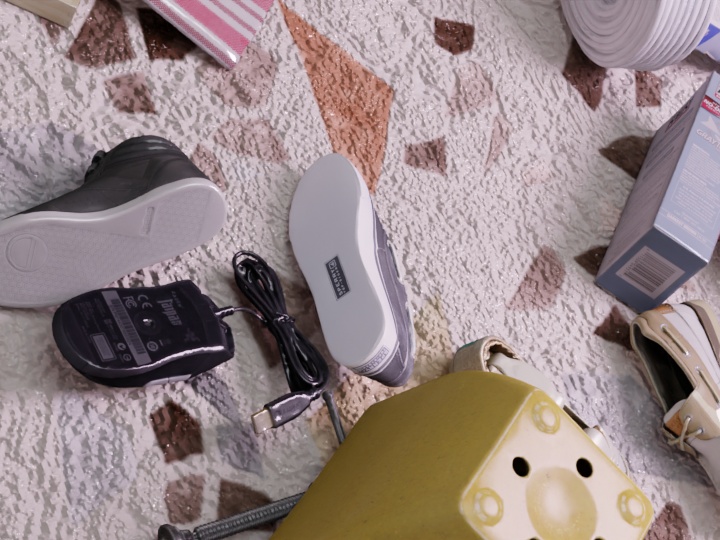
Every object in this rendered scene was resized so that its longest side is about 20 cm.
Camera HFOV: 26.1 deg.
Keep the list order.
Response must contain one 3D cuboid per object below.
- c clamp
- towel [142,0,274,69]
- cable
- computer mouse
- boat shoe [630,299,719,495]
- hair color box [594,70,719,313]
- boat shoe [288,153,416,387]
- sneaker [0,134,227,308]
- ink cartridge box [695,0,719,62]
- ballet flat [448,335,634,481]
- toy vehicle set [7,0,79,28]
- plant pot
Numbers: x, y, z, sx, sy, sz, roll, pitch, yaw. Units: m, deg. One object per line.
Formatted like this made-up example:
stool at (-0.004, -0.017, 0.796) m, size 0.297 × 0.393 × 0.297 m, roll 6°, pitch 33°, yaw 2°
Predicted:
c clamp at (-0.064, 0.193, 1.075) m, size 0.199 × 0.027 × 0.172 m, roll -19°, pitch 78°, yaw -35°
towel at (-0.127, -0.275, 1.300) m, size 0.146 × 0.030 × 0.201 m, roll 37°, pitch 52°, yaw -17°
cable at (0.246, -0.280, 1.390) m, size 0.068 × 0.200 × 0.203 m, roll -3°, pitch 98°, yaw -21°
computer mouse at (-0.119, 0.068, 1.103) m, size 0.199 × 0.046 × 0.141 m, roll -16°, pitch 63°, yaw -41°
boat shoe at (0.277, 0.120, 1.263) m, size 0.068 × 0.075 × 0.202 m, roll -7°, pitch 59°, yaw -23°
hair color box at (0.278, -0.068, 1.348) m, size 0.060 × 0.099 × 0.201 m, roll 32°, pitch 53°, yaw -5°
boat shoe at (0.000, 0.000, 1.194) m, size 0.068 × 0.071 × 0.201 m, roll 36°, pitch 28°, yaw -47°
sneaker at (-0.200, -0.037, 1.118) m, size 0.198 × 0.071 × 0.099 m, roll -18°, pitch 32°, yaw -9°
ink cartridge box at (0.335, -0.256, 1.481) m, size 0.199 × 0.042 × 0.121 m, roll 18°, pitch 51°, yaw -48°
ballet flat at (0.150, 0.128, 1.194) m, size 0.200 × 0.062 × 0.068 m, roll 40°, pitch 53°, yaw -1°
toy vehicle set at (-0.301, -0.285, 1.227) m, size 0.198 × 0.027 × 0.125 m, roll 23°, pitch 55°, yaw -13°
plant pot at (0.077, 0.183, 1.024) m, size 0.194 × 0.200 × 0.196 m, roll 45°, pitch 50°, yaw -5°
